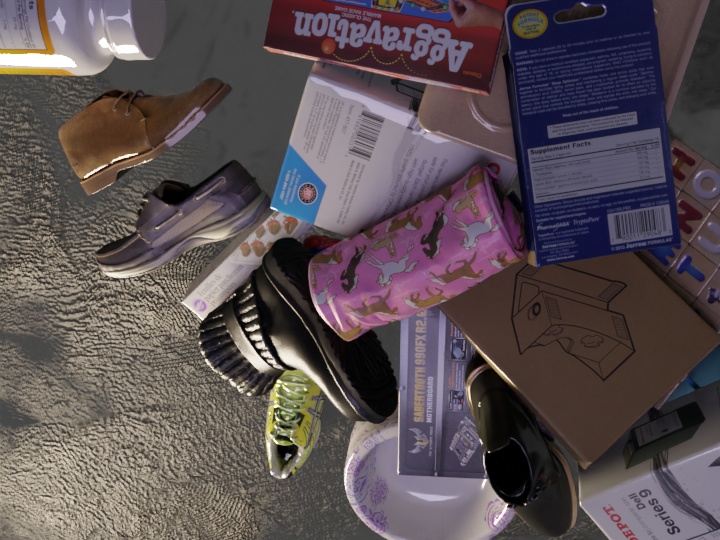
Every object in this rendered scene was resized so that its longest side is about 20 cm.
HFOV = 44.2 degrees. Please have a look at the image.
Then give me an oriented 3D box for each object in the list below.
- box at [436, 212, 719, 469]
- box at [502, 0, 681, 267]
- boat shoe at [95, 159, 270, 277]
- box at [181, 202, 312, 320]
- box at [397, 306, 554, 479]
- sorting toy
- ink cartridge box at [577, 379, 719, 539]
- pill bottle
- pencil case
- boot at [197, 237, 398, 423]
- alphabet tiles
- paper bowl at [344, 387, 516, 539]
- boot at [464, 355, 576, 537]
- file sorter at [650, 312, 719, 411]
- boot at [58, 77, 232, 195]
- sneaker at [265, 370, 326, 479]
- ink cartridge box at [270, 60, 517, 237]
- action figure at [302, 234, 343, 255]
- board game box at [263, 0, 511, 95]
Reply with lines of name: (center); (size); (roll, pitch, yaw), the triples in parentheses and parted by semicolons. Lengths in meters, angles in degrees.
box: (0.185, 0.043, 0.775); (0.200, 0.163, 0.021); (48, 171, 20)
box: (0.181, -0.113, 0.702); (0.119, 0.032, 0.204); (-8, 97, 0)
boat shoe: (-0.188, -0.057, 0.903); (0.197, 0.075, 0.074); (-22, 109, 13)
box: (-0.113, -0.020, 0.926); (0.039, 0.042, 0.199); (39, 121, -17)
box: (0.114, 0.106, 0.865); (0.155, 0.048, 0.204); (1, 112, 5)
sorting toy: (0.164, -0.176, 0.731); (0.196, 0.036, 0.188); (18, 96, -1)
ink cartridge box: (0.315, 0.191, 0.792); (0.199, 0.085, 0.146); (-33, 109, 29)
pill bottle: (-0.275, -0.227, 0.768); (0.196, 0.112, 0.113); (3, 125, 8)
pencil case: (0.046, -0.013, 0.767); (0.198, 0.087, 0.083); (-28, 115, 26)
boot: (-0.066, 0.092, 0.889); (0.158, 0.079, 0.213); (-46, 68, 31)
alphabet tiles: (0.264, -0.006, 0.800); (0.167, 0.007, 0.202); (45, 118, 31)
paper bowl: (0.084, 0.213, 1.009); (0.196, 0.105, 0.204); (5, 123, 7)
boot: (0.146, 0.193, 0.795); (0.076, 0.139, 0.202); (-26, 109, 14)
file sorter: (0.325, 0.080, 0.856); (0.122, 0.140, 0.200); (39, 122, -13)
boot: (-0.210, -0.144, 0.844); (0.197, 0.074, 0.076); (-23, 108, 26)
sneaker: (-0.071, 0.156, 1.018); (0.074, 0.077, 0.203); (8, 124, 7)
ink cartridge box: (0.033, -0.100, 0.814); (0.197, 0.085, 0.147); (20, 127, -5)
action figure: (0.000, 0.000, 0.902); (0.196, 0.052, 0.066); (8, 125, 21)
board game box: (0.021, -0.213, 0.722); (0.196, 0.019, 0.105); (15, 96, 16)
